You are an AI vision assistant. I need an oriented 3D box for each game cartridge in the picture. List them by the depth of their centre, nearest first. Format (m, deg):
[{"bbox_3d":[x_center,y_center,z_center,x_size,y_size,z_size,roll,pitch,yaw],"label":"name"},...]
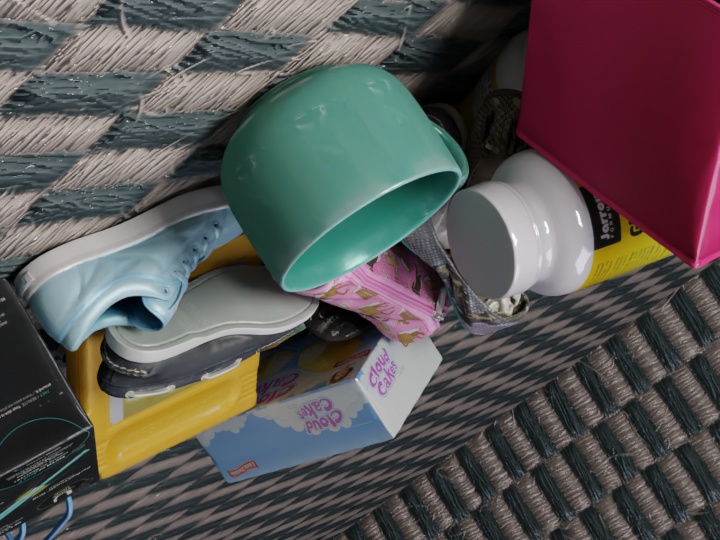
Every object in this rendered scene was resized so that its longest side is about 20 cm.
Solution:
[{"bbox_3d":[-0.155,0.064,1.435,0.176,0.032,0.200,-25,135,-32],"label":"game cartridge"}]

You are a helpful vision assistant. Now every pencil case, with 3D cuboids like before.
[{"bbox_3d":[0.000,0.000,1.418,0.086,0.083,0.200,-15,159,24],"label":"pencil case"}]

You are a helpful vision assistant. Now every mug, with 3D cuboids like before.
[{"bbox_3d":[-0.017,-0.072,1.268,0.152,0.114,0.185,-35,168,9],"label":"mug"}]

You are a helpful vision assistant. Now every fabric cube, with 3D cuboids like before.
[{"bbox_3d":[0.248,-0.160,1.236,0.200,0.196,0.199,-25,136,-28],"label":"fabric cube"}]

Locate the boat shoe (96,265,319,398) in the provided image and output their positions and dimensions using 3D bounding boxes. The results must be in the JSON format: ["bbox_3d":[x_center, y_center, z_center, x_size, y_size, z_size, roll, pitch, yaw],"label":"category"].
[{"bbox_3d":[-0.119,0.047,1.379,0.200,0.076,0.060,-11,138,-39],"label":"boat shoe"}]

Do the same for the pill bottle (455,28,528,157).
[{"bbox_3d":[0.145,-0.127,1.455,0.114,0.114,0.200,-24,165,-32],"label":"pill bottle"}]

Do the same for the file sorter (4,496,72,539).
[{"bbox_3d":[-0.358,0.202,1.460,0.200,0.123,0.139,-21,162,-41],"label":"file sorter"}]

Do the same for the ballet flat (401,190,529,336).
[{"bbox_3d":[0.081,-0.024,1.413,0.072,0.072,0.200,-33,129,4],"label":"ballet flat"}]

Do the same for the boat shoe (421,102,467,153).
[{"bbox_3d":[0.006,-0.065,1.450,0.200,0.073,0.063,-37,171,38],"label":"boat shoe"}]

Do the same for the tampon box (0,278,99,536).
[{"bbox_3d":[-0.286,0.118,1.305,0.150,0.126,0.200,-29,168,-15],"label":"tampon box"}]

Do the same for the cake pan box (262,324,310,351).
[{"bbox_3d":[-0.120,0.076,1.728,0.200,0.052,0.184,-28,169,-21],"label":"cake pan box"}]

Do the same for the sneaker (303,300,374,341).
[{"bbox_3d":[0.017,-0.012,1.587,0.200,0.076,0.116,-51,180,-13],"label":"sneaker"}]

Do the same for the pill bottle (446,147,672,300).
[{"bbox_3d":[0.169,-0.046,1.342,0.200,0.112,0.112,-19,162,-29],"label":"pill bottle"}]

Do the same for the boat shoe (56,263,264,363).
[{"bbox_3d":[-0.154,0.047,1.511,0.201,0.063,0.074,-29,166,-23],"label":"boat shoe"}]

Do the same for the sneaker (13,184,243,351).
[{"bbox_3d":[-0.150,0.004,1.308,0.200,0.082,0.074,-26,166,-29],"label":"sneaker"}]

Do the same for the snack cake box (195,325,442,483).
[{"bbox_3d":[-0.039,0.109,1.572,0.200,0.067,0.115,-20,-159,37],"label":"snack cake box"}]

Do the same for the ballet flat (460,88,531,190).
[{"bbox_3d":[0.110,-0.063,1.417,0.200,0.067,0.046,93,9,-54],"label":"ballet flat"}]
